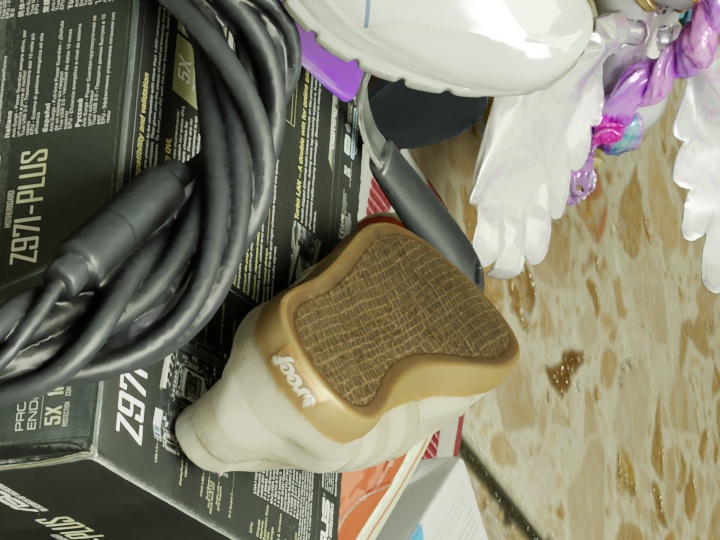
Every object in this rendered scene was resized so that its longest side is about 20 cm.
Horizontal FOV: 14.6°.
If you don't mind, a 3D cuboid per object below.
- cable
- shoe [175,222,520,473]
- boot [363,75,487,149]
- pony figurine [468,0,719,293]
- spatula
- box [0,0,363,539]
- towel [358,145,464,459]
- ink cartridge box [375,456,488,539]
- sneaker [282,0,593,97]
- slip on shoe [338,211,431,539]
[{"bbox_3d":[-0.101,-0.043,0.805,0.199,0.051,0.164,-7,73,-28],"label":"cable"},{"bbox_3d":[-0.003,0.029,0.922,0.070,0.053,0.200,51,20,9],"label":"shoe"},{"bbox_3d":[-0.036,-0.117,1.070,0.200,0.075,0.097,22,45,-47],"label":"boot"},{"bbox_3d":[0.116,-0.086,1.230,0.166,0.200,0.194,8,93,-21],"label":"pony figurine"},{"bbox_3d":[0.007,-0.051,0.984,0.200,0.020,0.057,60,32,-48],"label":"spatula"},{"bbox_3d":[-0.074,-0.005,0.930,0.164,0.086,0.201,38,50,-57],"label":"box"},{"bbox_3d":[0.000,0.000,1.164,0.200,0.023,0.144,55,37,-47],"label":"towel"},{"bbox_3d":[0.021,0.189,1.108,0.116,0.066,0.201,-52,130,-56],"label":"ink cartridge box"},{"bbox_3d":[-0.002,-0.130,0.826,0.200,0.087,0.075,43,53,-13],"label":"sneaker"},{"bbox_3d":[-0.021,0.060,1.026,0.061,0.074,0.200,48,57,-42],"label":"slip on shoe"}]
